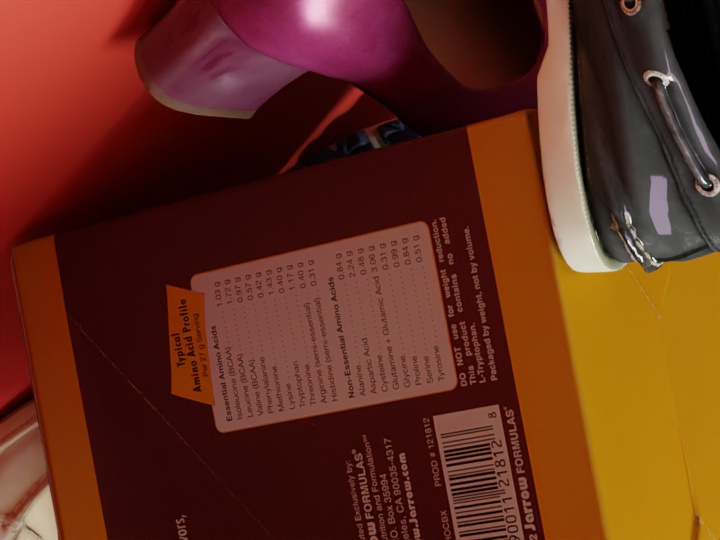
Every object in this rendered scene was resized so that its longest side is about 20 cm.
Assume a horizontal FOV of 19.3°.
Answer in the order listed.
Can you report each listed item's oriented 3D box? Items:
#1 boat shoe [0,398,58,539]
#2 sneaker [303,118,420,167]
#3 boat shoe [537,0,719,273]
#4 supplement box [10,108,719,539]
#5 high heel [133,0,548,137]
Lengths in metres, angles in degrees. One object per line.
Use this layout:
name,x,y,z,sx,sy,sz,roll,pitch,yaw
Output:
boat shoe,-0.146,0.118,0.850,0.200,0.065,0.072,-44,161,8
sneaker,0.000,0.000,0.845,0.200,0.077,0.085,-49,173,37
boat shoe,0.082,-0.094,0.568,0.066,0.200,0.074,4,-164,27
supplement box,0.016,0.066,0.701,0.200,0.198,0.133,-13,176,31
high heel,0.031,-0.085,0.659,0.200,0.067,0.096,-13,162,-45
